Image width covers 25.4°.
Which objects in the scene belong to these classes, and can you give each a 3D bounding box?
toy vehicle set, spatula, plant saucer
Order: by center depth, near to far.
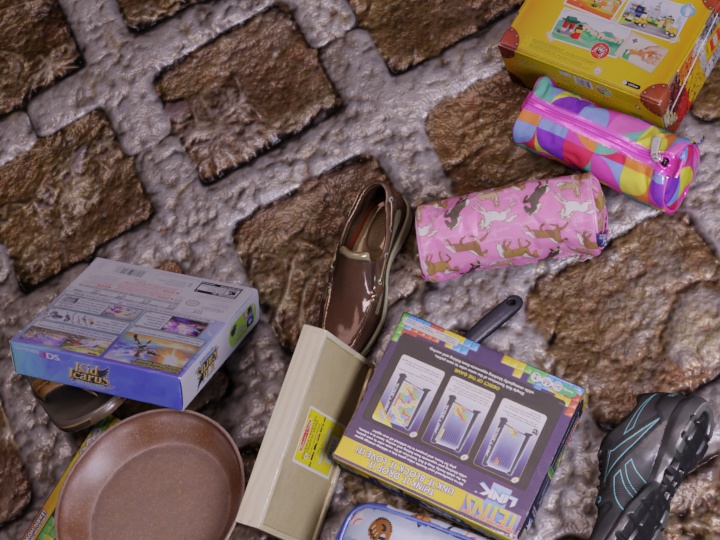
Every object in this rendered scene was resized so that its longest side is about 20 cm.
[{"bbox_3d":[-0.201,0.231,1.559,0.199,0.037,0.201,-9,55,13],"label":"plant saucer"},{"bbox_3d":[-0.051,0.166,1.567,0.026,0.124,0.201,12,75,28],"label":"toy vehicle set"},{"bbox_3d":[0.091,0.094,1.627,0.200,0.021,0.057,-42,56,-5],"label":"spatula"}]

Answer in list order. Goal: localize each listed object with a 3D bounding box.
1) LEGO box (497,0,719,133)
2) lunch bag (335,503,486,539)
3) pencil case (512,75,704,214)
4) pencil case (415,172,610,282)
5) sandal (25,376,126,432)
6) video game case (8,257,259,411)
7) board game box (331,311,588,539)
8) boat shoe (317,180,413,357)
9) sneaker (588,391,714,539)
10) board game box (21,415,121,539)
[{"bbox_3d":[0.270,-0.247,1.699,0.199,0.077,0.149,26,74,27],"label":"LEGO box"},{"bbox_3d":[0.057,0.317,1.493,0.199,0.076,0.161,17,74,26],"label":"lunch bag"},{"bbox_3d":[0.253,-0.130,1.644,0.200,0.088,0.089,26,75,29],"label":"pencil case"},{"bbox_3d":[0.153,-0.042,1.636,0.199,0.083,0.087,-9,71,14],"label":"pencil case"},{"bbox_3d":[-0.316,0.109,1.702,0.082,0.055,0.200,-39,37,-9],"label":"sandal"},{"bbox_3d":[-0.233,0.063,1.677,0.199,0.046,0.181,11,32,20],"label":"video game case"},{"bbox_3d":[0.098,0.155,1.560,0.199,0.057,0.166,23,75,17],"label":"board game box"},{"bbox_3d":[-0.006,-0.001,1.674,0.074,0.075,0.203,7,68,21],"label":"boat shoe"},{"bbox_3d":[0.256,0.200,1.503,0.079,0.075,0.200,19,65,39],"label":"sneaker"},{"bbox_3d":[-0.244,0.268,1.626,0.165,0.057,0.200,23,74,28],"label":"board game box"}]
